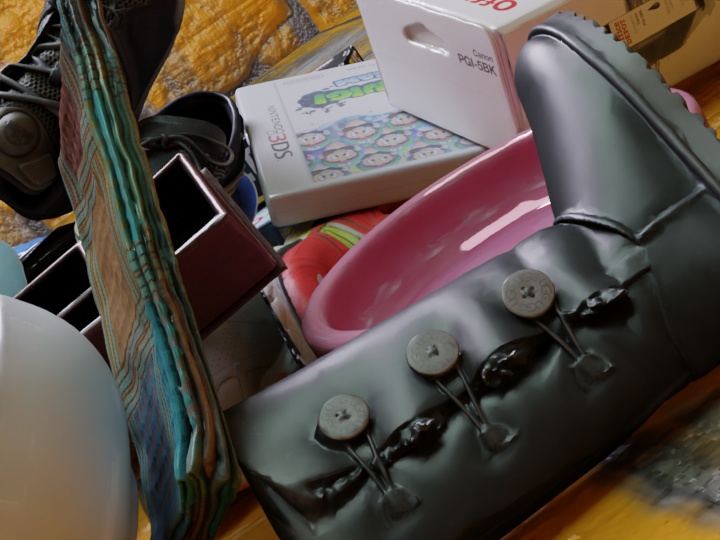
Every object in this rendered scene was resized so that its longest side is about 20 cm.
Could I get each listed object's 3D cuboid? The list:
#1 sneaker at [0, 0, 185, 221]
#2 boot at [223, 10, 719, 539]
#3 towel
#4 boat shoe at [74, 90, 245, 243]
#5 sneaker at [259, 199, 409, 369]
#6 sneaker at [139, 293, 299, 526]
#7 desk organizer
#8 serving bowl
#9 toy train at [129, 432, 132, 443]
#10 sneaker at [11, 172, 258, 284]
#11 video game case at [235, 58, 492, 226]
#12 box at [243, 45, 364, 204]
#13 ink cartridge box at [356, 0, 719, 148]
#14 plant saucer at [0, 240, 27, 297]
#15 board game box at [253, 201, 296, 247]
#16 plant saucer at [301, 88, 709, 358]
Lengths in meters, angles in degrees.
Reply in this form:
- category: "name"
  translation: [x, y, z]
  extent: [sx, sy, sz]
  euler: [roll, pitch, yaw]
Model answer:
- category: "sneaker"
  translation: [-0.157, -0.113, 0.815]
  extent: [0.114, 0.076, 0.199]
  euler: [-57, -9, -66]
- category: "boot"
  translation: [0.037, 0.011, 0.524]
  extent: [0.200, 0.066, 0.165]
  euler: [-37, 47, -1]
- category: "towel"
  translation: [-0.088, 0.011, 0.563]
  extent: [0.022, 0.200, 0.147]
  euler: [-12, -23, -17]
- category: "boat shoe"
  translation: [-0.108, -0.054, 0.826]
  extent: [0.075, 0.062, 0.200]
  euler: [11, 23, 6]
- category: "sneaker"
  translation: [0.000, 0.000, 0.787]
  extent: [0.085, 0.077, 0.200]
  euler: [-22, 18, 14]
- category: "sneaker"
  translation: [-0.084, 0.055, 0.750]
  extent: [0.076, 0.092, 0.200]
  euler: [-31, 14, 17]
- category: "desk organizer"
  translation: [-0.140, 0.028, 0.687]
  extent: [0.200, 0.072, 0.077]
  euler: [-41, -23, 0]
- category: "serving bowl"
  translation: [-0.125, 0.112, 0.554]
  extent: [0.200, 0.066, 0.200]
  euler: [-169, 90, -73]
- category: "toy train"
  translation: [-0.145, 0.087, 0.857]
  extent: [0.116, 0.085, 0.200]
  euler: [-18, 17, 2]
- category: "sneaker"
  translation: [-0.136, -0.008, 0.893]
  extent: [0.200, 0.077, 0.111]
  euler: [-22, 16, -23]
- category: "video game case"
  translation: [0.032, -0.092, 0.883]
  extent: [0.200, 0.024, 0.182]
  euler: [-13, 27, -5]
- category: "box"
  translation: [-0.079, -0.085, 1.097]
  extent: [0.200, 0.049, 0.160]
  euler: [-33, 10, 10]
- category: "ink cartridge box"
  translation: [0.120, -0.152, 0.833]
  extent: [0.200, 0.083, 0.147]
  euler: [-29, 32, -19]
- category: "plant saucer"
  translation: [-0.247, 0.074, 0.829]
  extent: [0.200, 0.036, 0.200]
  euler: [-29, 52, 45]
- category: "board game box"
  translation: [0.003, -0.064, 1.048]
  extent: [0.196, 0.056, 0.200]
  euler: [-33, 13, 13]
- category: "plant saucer"
  translation: [0.069, -0.008, 0.660]
  extent: [0.200, 0.051, 0.201]
  euler: [-31, 16, 10]
